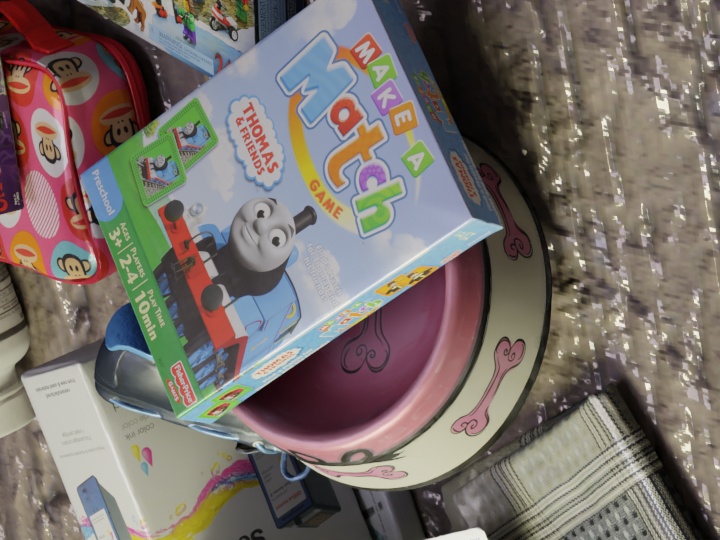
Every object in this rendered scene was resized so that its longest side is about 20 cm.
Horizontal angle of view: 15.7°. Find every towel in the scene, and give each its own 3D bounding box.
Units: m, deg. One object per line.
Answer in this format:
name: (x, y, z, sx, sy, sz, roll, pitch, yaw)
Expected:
towel: (0.128, 0.176, 1.415, 0.193, 0.034, 0.200, 61, 148, 7)

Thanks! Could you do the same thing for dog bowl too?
dog bowl: (-0.002, 0.014, 1.370, 0.200, 0.074, 0.201, -5, 81, 31)

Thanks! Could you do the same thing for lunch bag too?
lunch bag: (-0.211, -0.091, 1.686, 0.200, 0.082, 0.177, 17, 123, 51)

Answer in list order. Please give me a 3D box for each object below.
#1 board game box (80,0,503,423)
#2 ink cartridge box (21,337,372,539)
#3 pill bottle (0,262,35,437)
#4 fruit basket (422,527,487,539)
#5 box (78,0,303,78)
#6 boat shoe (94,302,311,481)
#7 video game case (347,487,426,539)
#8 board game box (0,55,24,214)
board game box: (-0.040, -0.036, 1.335, 0.200, 0.037, 0.152, -34, 66, 24)
ink cartridge box: (-0.092, 0.125, 1.555, 0.087, 0.145, 0.201, -14, 98, 57)
pill bottle: (-0.302, 0.025, 1.866, 0.111, 0.111, 0.201, -5, 106, 56)
fruit basket: (0.023, 0.246, 1.482, 0.185, 0.094, 0.201, -16, 103, 22)
box: (-0.108, -0.196, 1.511, 0.200, 0.038, 0.137, 31, 134, 42)
boat shoe: (-0.056, 0.068, 1.493, 0.199, 0.084, 0.069, 22, 132, -12)
video game case: (-0.033, 0.121, 1.623, 0.182, 0.022, 0.201, -7, 104, 57)
board game box: (-0.284, -0.112, 1.695, 0.200, 0.032, 0.120, 20, 118, 53)
